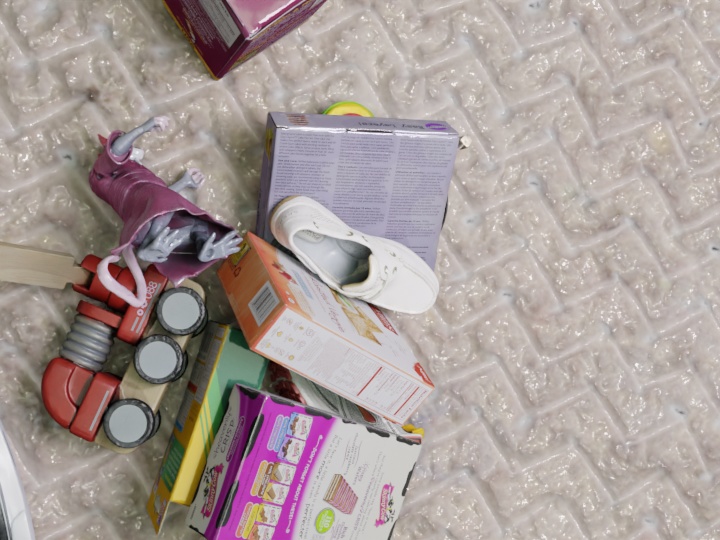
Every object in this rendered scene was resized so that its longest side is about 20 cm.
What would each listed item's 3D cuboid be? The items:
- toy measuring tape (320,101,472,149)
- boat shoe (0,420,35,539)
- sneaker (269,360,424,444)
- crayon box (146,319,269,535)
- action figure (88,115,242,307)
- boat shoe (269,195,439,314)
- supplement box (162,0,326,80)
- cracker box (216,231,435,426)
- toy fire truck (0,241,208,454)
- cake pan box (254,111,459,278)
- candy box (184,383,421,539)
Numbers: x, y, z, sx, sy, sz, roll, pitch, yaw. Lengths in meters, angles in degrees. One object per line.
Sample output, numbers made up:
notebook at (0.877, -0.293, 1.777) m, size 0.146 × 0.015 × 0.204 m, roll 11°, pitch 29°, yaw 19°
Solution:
toy measuring tape at (0.020, -0.148, 1.090) m, size 0.199 × 0.074 × 0.074 m, roll -11°, pitch 92°, yaw -16°
boat shoe at (-0.356, 0.199, 0.971) m, size 0.068 × 0.072 × 0.201 m, roll -18°, pitch 92°, yaw -18°
sneaker at (-0.015, 0.140, 1.078) m, size 0.200 × 0.078 × 0.082 m, roll 44°, pitch 74°, yaw -21°
crayon box at (-0.148, 0.152, 1.005) m, size 0.051 × 0.126 × 0.201 m, roll 20°, pitch 84°, yaw -15°
action figure at (-0.206, -0.059, 0.981) m, size 0.149 × 0.200 × 0.134 m, roll -46°, pitch 144°, yaw -8°
boat shoe at (0.000, 0.000, 1.017) m, size 0.199 × 0.069 × 0.071 m, roll 26°, pitch 108°, yaw -27°
supplement box at (-0.102, -0.273, 0.987) m, size 0.131 × 0.200 × 0.103 m, roll -36°, pitch 99°, yaw -15°
cracker box at (-0.033, 0.057, 0.997) m, size 0.200 × 0.134 × 0.058 m, roll 32°, pitch 104°, yaw -36°
toy fire truck at (-0.263, 0.060, 0.984) m, size 0.199 × 0.129 × 0.177 m, roll 25°, pitch 83°, yaw -3°
cake pan box at (-0.004, -0.064, 1.051) m, size 0.199 × 0.052 × 0.185 m, roll -1°, pitch 119°, yaw -15°
candy box at (-0.049, 0.198, 0.966) m, size 0.200 × 0.061 × 0.137 m, roll 24°, pitch 83°, yaw -37°
